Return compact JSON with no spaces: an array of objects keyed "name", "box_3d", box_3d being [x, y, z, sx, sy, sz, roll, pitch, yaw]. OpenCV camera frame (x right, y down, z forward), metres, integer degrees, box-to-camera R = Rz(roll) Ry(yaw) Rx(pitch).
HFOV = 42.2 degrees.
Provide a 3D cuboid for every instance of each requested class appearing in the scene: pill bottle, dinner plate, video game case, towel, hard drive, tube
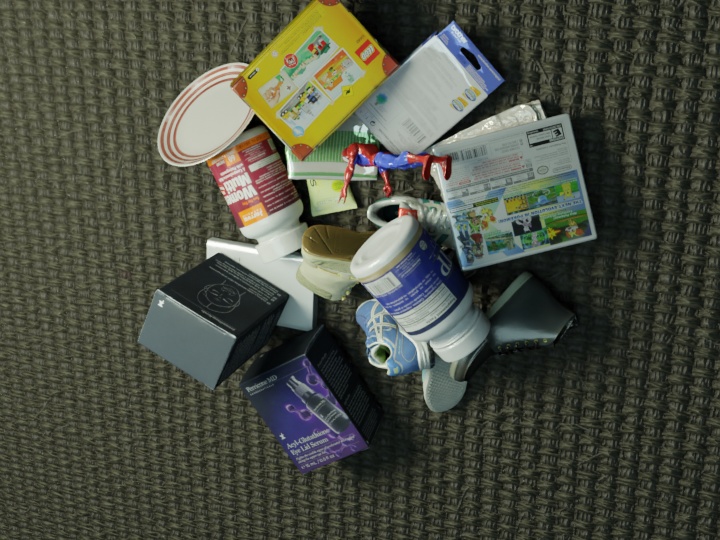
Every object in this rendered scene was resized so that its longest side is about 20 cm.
[{"name":"pill bottle","box_3d":[-0.158,-0.120,1.484,0.109,0.110,0.201,-22,99,25]},{"name":"dinner plate","box_3d":[-0.231,-0.240,1.452,0.200,0.201,0.024,-18,142,25]},{"name":"video game case","box_3d":[0.218,-0.110,1.325,0.199,0.022,0.183,-14,94,3]},{"name":"towel","box_3d":[0.199,-0.157,1.379,0.200,0.034,0.133,-23,98,26]},{"name":"towel","box_3d":[-0.039,-0.236,1.414,0.152,0.023,0.201,-1,109,-8]},{"name":"hard drive","box_3d":[-0.167,0.023,1.583,0.199,0.026,0.132,10,111,17]},{"name":"pill bottle","box_3d":[0.091,0.031,1.334,0.120,0.120,0.200,-33,109,27]},{"name":"tube","box_3d":[-0.063,-0.185,1.463,0.058,0.052,0.201,12,121,53]}]

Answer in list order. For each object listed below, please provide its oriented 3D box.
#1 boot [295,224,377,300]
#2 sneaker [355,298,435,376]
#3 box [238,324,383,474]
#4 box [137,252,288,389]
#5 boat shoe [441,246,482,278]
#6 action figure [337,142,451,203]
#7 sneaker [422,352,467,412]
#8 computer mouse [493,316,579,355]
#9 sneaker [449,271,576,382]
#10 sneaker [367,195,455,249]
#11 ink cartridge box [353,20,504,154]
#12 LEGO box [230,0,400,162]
[{"name":"boot","box_3d":[0.000,0.000,1.459,0.199,0.072,0.155,12,154,-4]},{"name":"sneaker","box_3d":[0.036,0.102,1.456,0.200,0.077,0.076,35,141,57]},{"name":"box","box_3d":[-0.080,0.216,1.559,0.148,0.104,0.200,-28,105,27]},{"name":"box","box_3d":[-0.232,0.076,1.500,0.148,0.200,0.107,31,116,9]},{"name":"boat shoe","box_3d":[0.143,-0.008,1.437,0.200,0.057,0.067,-38,92,27]},{"name":"action figure","box_3d":[0.037,-0.134,1.354,0.200,0.065,0.099,20,107,46]},{"name":"sneaker","box_3d":[0.126,0.136,1.497,0.074,0.082,0.201,-9,127,-7]},{"name":"computer mouse","box_3d":[0.240,0.098,1.450,0.199,0.034,0.059,-17,100,24]},{"name":"sneaker","box_3d":[0.226,0.108,1.399,0.106,0.075,0.200,41,98,21]},{"name":"sneaker","box_3d":[0.101,-0.070,1.378,0.199,0.093,0.071,13,100,29]},{"name":"ink cartridge box","box_3d":[0.098,-0.259,1.363,0.200,0.042,0.119,-38,104,25]},{"name":"LEGO box","box_3d":[-0.067,-0.282,1.344,0.200,0.077,0.149,-43,107,6]}]
